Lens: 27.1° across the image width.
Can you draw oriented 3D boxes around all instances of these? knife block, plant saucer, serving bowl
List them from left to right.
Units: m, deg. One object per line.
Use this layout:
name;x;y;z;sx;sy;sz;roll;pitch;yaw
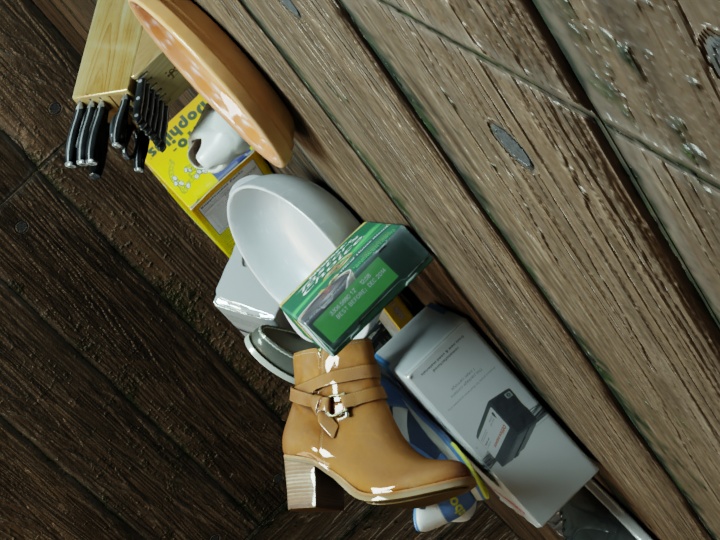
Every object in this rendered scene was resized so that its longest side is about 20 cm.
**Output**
knife block;-0.262;-0.189;1.560;0.200;0.176;0.064;43;173;38
plant saucer;-0.124;-0.175;1.313;0.200;0.037;0.200;46;174;6
serving bowl;-0.044;-0.022;1.526;0.200;0.066;0.200;36;151;24

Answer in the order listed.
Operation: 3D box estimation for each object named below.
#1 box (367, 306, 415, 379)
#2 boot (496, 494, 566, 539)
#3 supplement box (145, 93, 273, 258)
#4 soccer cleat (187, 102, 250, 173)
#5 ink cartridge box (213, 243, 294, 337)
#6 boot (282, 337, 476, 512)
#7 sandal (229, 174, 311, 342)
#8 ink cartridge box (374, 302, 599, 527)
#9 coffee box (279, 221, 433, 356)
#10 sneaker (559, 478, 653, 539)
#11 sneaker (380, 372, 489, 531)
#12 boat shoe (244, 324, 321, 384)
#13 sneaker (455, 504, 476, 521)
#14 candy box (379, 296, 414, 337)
box;0.070;0.157;1.697;0.200;0.160;0.044;47;131;-7
boot;0.239;0.296;1.830;0.132;0.070;0.200;41;179;7
supplement box;-0.175;-0.110;1.842;0.110;0.109;0.200;45;174;21
soccer cleat;-0.155;-0.141;1.605;0.069;0.078;0.200;48;175;-9
ink cartridge box;-0.087;0.018;1.802;0.083;0.146;0.200;17;165;19
boot;0.015;0.140;1.370;0.200;0.156;0.077;-10;163;37
sandal;-0.074;-0.014;1.653;0.207;0.079;0.059;60;178;14
ink cartridge box;0.119;0.136;1.440;0.200;0.084;0.145;49;174;-11
coffee box;-0.009;0.012;1.329;0.044;0.123;0.200;46;177;-8
sneaker;0.218;0.266;1.543;0.200;0.099;0.071;44;176;45
sneaker;0.036;0.168;1.431;0.200;0.082;0.074;46;176;40
boat shoe;-0.038;0.103;1.719;0.201;0.060;0.072;25;-151;-27
sneaker;0.077;0.184;1.575;0.082;0.074;0.200;36;-150;-31
candy box;0.000;0.000;1.625;0.200;0.026;0.102;53;176;-10
